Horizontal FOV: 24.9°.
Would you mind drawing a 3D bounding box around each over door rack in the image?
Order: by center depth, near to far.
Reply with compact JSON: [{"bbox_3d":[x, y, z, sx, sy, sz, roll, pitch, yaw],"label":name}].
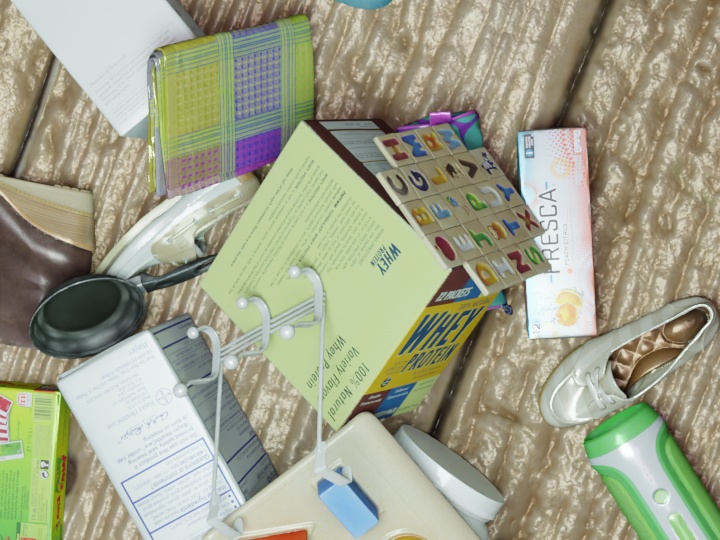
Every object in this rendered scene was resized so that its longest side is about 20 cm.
[{"bbox_3d":[-0.089,0.109,1.406,0.148,0.067,0.201,-29,56,34],"label":"over door rack"}]

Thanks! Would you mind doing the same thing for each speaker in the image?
[{"bbox_3d":[0.295,0.229,1.557,0.088,0.088,0.200,-32,90,6],"label":"speaker"}]

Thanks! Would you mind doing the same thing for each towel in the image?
[{"bbox_3d":[-0.120,-0.157,1.521,0.023,0.200,0.144,21,122,39],"label":"towel"}]

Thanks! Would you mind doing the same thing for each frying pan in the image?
[{"bbox_3d":[-0.236,0.019,1.556,0.190,0.115,0.031,-41,52,17],"label":"frying pan"}]

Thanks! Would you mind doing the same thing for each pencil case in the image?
[{"bbox_3d":[0.088,-0.050,1.557,0.085,0.092,0.201,-9,91,5],"label":"pencil case"}]

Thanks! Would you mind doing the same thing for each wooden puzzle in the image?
[{"bbox_3d":[-0.013,0.253,1.445,0.200,0.046,0.185,-39,104,3],"label":"wooden puzzle"}]

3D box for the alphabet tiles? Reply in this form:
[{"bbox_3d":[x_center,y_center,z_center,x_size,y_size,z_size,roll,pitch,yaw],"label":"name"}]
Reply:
[{"bbox_3d":[0.092,-0.057,1.432,0.006,0.200,0.167,-41,78,30],"label":"alphabet tiles"}]

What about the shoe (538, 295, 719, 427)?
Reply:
[{"bbox_3d":[0.257,0.086,1.569,0.200,0.053,0.070,-34,90,6],"label":"shoe"}]

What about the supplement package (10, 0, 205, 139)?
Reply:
[{"bbox_3d":[-0.237,-0.239,1.562,0.117,0.117,0.200,-39,90,6],"label":"supplement package"}]

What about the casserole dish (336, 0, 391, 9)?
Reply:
[{"bbox_3d":[-0.033,-0.332,1.579,0.200,0.039,0.121,23,95,2],"label":"casserole dish"}]

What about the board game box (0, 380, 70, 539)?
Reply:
[{"bbox_3d":[-0.349,0.213,1.630,0.101,0.048,0.201,4,93,5],"label":"board game box"}]

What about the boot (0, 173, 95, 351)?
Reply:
[{"bbox_3d":[-0.364,-0.013,1.606,0.199,0.072,0.167,11,92,1],"label":"boot"}]

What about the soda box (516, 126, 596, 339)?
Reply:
[{"bbox_3d":[0.187,-0.036,1.563,0.068,0.064,0.201,-3,92,5],"label":"soda box"}]

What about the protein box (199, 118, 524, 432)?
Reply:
[{"bbox_3d":[0.000,0.000,1.489,0.200,0.135,0.199,45,117,22],"label":"protein box"}]

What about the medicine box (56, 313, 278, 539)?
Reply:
[{"bbox_3d":[-0.176,0.155,1.545,0.103,0.182,0.200,-28,90,6],"label":"medicine box"}]

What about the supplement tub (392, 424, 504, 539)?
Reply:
[{"bbox_3d":[0.030,0.263,1.553,0.145,0.145,0.200,36,95,2],"label":"supplement tub"}]

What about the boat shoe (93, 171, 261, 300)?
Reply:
[{"bbox_3d":[-0.181,-0.035,1.589,0.068,0.075,0.200,45,103,-4],"label":"boat shoe"}]
